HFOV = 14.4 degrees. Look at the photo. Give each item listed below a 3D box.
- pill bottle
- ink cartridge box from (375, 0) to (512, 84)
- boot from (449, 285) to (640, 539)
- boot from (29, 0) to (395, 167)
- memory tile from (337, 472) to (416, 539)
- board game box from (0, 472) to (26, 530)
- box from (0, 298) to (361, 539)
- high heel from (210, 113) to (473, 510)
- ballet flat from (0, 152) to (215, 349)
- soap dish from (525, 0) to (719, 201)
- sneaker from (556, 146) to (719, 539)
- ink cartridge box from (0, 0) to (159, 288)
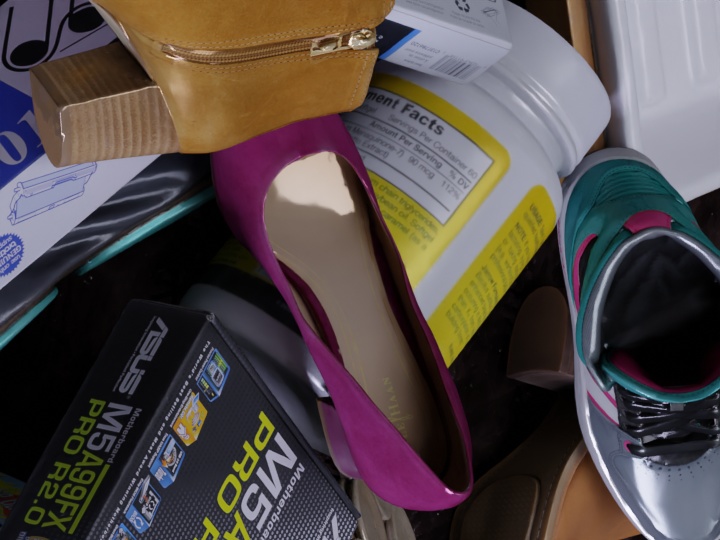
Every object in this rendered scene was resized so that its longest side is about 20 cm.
[{"bbox_3d":[0.019,-0.022,1.288,0.200,0.114,0.114,-51,126,-16],"label":"pill bottle"},{"bbox_3d":[0.002,-0.182,1.245,0.099,0.039,0.201,14,54,-39],"label":"ink cartridge box"},{"bbox_3d":[0.130,0.115,1.434,0.155,0.077,0.201,19,76,-35],"label":"boot"},{"bbox_3d":[-0.056,-0.132,1.077,0.144,0.071,0.202,-17,134,-20],"label":"boot"},{"bbox_3d":[0.024,0.179,1.333,0.017,0.153,0.200,-17,118,10],"label":"memory tile"},{"bbox_3d":[-0.216,0.146,1.149,0.200,0.105,0.103,-3,102,-38],"label":"board game box"},{"bbox_3d":[-0.087,0.137,1.158,0.200,0.044,0.160,-62,142,-25],"label":"box"},{"bbox_3d":[0.000,0.000,1.159,0.067,0.096,0.200,-27,105,-22],"label":"high heel"},{"bbox_3d":[-0.140,-0.013,1.203,0.200,0.073,0.073,-38,121,-18],"label":"ballet flat"},{"bbox_3d":[0.168,-0.124,1.401,0.200,0.081,0.158,-22,113,-32],"label":"soap dish"},{"bbox_3d":[0.142,0.051,1.305,0.083,0.121,0.201,-15,107,0],"label":"sneaker"},{"bbox_3d":[-0.129,-0.066,1.170,0.200,0.094,0.044,-42,137,-23],"label":"ink cartridge box"}]
